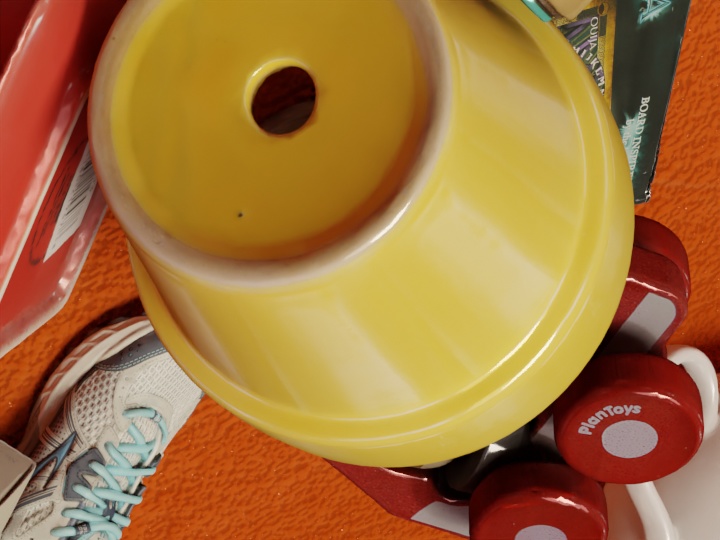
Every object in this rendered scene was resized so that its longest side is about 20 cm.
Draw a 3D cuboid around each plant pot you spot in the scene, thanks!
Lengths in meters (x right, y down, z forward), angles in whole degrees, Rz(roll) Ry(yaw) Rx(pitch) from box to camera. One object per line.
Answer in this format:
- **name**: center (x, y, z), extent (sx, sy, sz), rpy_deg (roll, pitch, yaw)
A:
- **plant pot**: center (-0.007, -0.038, 0.792), extent (0.201, 0.201, 0.189), rpy_deg (-40, 162, 3)

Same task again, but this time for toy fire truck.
- **toy fire truck**: center (0.054, 0.044, 0.973), extent (0.167, 0.112, 0.200), rpy_deg (20, 133, -16)

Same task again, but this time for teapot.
- **teapot**: center (0.227, 0.117, 1.207), extent (0.197, 0.200, 0.147), rpy_deg (8, 85, -1)

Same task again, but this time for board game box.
- **board game box**: center (0.093, -0.110, 1.021), extent (0.135, 0.028, 0.201), rpy_deg (-10, 129, -23)

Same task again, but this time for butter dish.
- **butter dish**: center (-0.173, -0.058, 0.823), extent (0.147, 0.199, 0.201), rpy_deg (26, 107, 4)

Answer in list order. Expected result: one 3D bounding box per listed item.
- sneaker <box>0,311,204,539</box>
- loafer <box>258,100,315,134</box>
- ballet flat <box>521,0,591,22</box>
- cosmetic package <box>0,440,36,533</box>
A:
- **sneaker**: center (-0.130, 0.106, 1.019), extent (0.200, 0.086, 0.078), rpy_deg (-45, 136, 8)
- **loafer**: center (0.000, 0.000, 1.025), extent (0.076, 0.068, 0.200), rpy_deg (-34, 137, -6)
- **ballet flat**: center (0.031, -0.176, 0.821), extent (0.063, 0.200, 0.069), rpy_deg (-48, 159, 10)
- **cosmetic package**: center (-0.241, 0.151, 0.965), extent (0.103, 0.073, 0.200), rpy_deg (32, 110, 2)
